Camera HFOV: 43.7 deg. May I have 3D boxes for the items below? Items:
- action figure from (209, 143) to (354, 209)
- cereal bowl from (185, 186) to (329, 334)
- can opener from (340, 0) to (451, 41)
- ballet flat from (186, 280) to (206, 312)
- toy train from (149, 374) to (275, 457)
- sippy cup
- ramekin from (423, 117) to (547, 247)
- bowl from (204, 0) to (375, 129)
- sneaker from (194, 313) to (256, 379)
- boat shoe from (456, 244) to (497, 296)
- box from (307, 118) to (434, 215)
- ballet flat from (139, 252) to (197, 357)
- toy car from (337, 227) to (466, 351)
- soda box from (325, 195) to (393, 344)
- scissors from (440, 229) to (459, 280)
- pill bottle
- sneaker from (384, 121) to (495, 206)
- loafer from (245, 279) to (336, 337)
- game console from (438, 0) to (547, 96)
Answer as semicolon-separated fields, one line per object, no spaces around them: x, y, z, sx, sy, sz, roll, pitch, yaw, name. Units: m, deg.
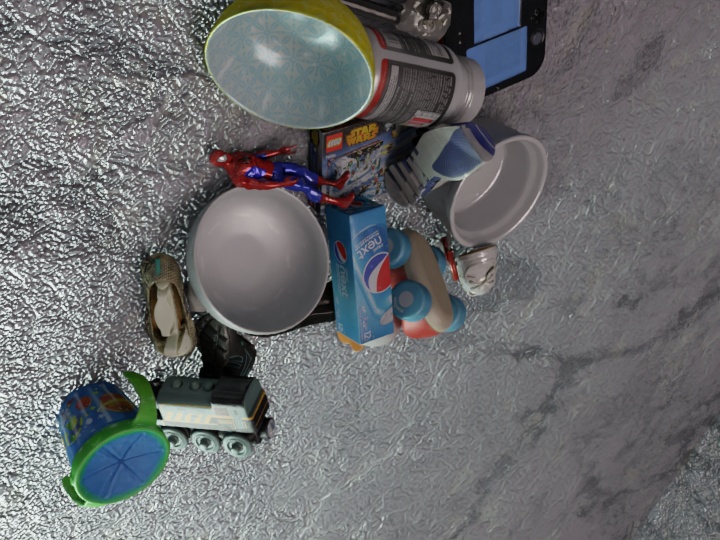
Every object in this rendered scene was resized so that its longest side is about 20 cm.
-0.104;-0.129;1.187;0.199;0.066;0.052;8;143;-26;action figure
-0.146;-0.013;1.215;0.199;0.083;0.201;3;84;-30;cereal bowl
0.030;-0.347;1.161;0.199;0.067;0.054;8;113;-31;can opener
-0.161;0.021;1.297;0.199;0.069;0.070;-10;129;-31;ballet flat
-0.222;0.203;1.307;0.085;0.199;0.114;-64;151;-50;toy train
-0.351;0.227;1.238;0.178;0.130;0.140;-35;139;-14;sippy cup
0.193;-0.145;1.435;0.200;0.098;0.201;-23;136;-25;ramekin
-0.074;-0.272;1.062;0.200;0.199;0.108;53;40;-51;bowl
-0.199;0.116;1.332;0.079;0.075;0.200;-36;155;-31;sneaker
0.202;0.006;1.523;0.070;0.070;0.200;-14;170;2;boat shoe
0.017;-0.172;1.300;0.199;0.040;0.137;-21;136;-28;box
-0.263;0.069;1.224;0.067;0.075;0.201;-8;132;-7;ballet flat
0.036;0.047;1.447;0.199;0.178;0.184;-27;161;20;toy car
0.000;0.000;1.303;0.064;0.068;0.201;-18;115;-29;soda box
0.140;-0.046;1.466;0.014;0.073;0.200;-17;154;3;scissors
0.063;-0.252;1.199;0.199;0.116;0.116;3;121;-35;pill bottle
0.126;-0.167;1.271;0.115;0.081;0.199;-35;-175;-34;sneaker
-0.099;0.050;1.371;0.199;0.072;0.073;-10;163;-21;loafer
0.197;-0.344;1.323;0.199;0.031;0.177;-27;137;-24;game console
